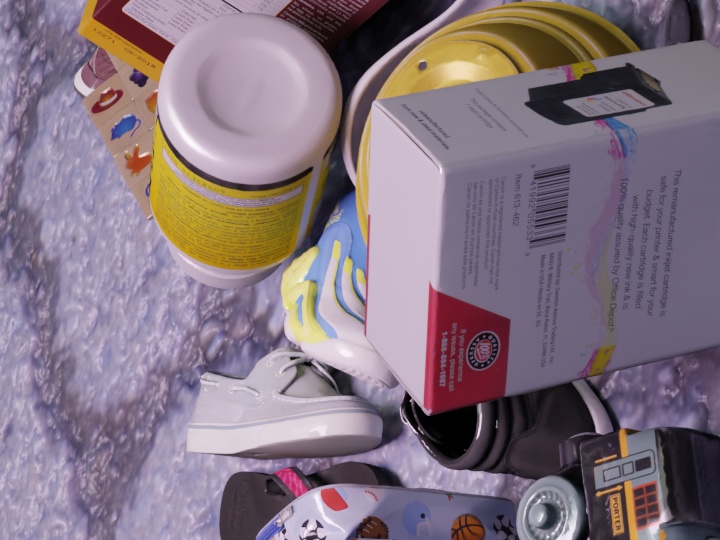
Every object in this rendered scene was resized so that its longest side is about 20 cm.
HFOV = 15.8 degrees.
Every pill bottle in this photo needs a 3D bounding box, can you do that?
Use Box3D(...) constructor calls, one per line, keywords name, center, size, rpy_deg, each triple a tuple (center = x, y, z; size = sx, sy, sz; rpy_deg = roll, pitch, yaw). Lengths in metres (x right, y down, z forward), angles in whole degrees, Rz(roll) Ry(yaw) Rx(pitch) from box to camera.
Box3D(name="pill bottle", center=(-0.076, -0.067, 1.630), size=(0.200, 0.112, 0.113), rpy_deg=(106, 160, -64))

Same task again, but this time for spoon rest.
Box3D(name="spoon rest", center=(0.046, -0.131, 1.594), size=(0.060, 0.099, 0.201), rpy_deg=(3, 72, 52))

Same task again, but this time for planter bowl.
Box3D(name="planter bowl", center=(0.068, -0.075, 1.471), size=(0.199, 0.083, 0.201), rpy_deg=(-10, 68, 25))

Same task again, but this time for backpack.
Box3D(name="backpack", center=(0.007, 0.209, 1.465), size=(0.191, 0.199, 0.155), rpy_deg=(-47, 40, 47))

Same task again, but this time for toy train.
Box3D(name="toy train", center=(0.147, 0.175, 1.360), size=(0.114, 0.085, 0.201), rpy_deg=(-23, 62, 40))

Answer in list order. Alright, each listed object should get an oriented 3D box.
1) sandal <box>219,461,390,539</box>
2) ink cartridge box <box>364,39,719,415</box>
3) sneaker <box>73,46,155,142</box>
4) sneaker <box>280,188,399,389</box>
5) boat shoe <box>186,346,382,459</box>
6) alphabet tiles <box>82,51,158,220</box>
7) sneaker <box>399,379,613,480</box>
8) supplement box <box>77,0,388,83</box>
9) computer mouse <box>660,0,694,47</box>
Box3D(name="sandal", center=(-0.047, 0.160, 1.671), size=(0.200, 0.045, 0.076), rpy_deg=(-7, 74, 55))
Box3D(name="ink cartridge box", center=(0.109, -0.024, 1.334), size=(0.083, 0.199, 0.146), rpy_deg=(-132, 37, -51))
Box3D(name="sneaker", center=(-0.144, -0.157, 1.885), size=(0.200, 0.075, 0.116), rpy_deg=(35, 106, 54))
Box3D(name="sneaker", center=(0.000, 0.000, 1.598), size=(0.105, 0.075, 0.200), rpy_deg=(-63, 19, 8))
Box3D(name="boat shoe", center=(-0.053, 0.085, 1.682), size=(0.200, 0.070, 0.072), rpy_deg=(-8, 77, 57))
Box3D(name="alphabet tiles", center=(-0.107, -0.127, 1.803), size=(0.166, 0.006, 0.200), rpy_deg=(-38, 50, 7))
Box3D(name="sneaker", center=(0.059, 0.056, 1.502), size=(0.200, 0.099, 0.071), rpy_deg=(48, 121, 52))
Box3D(name="supplement box", center=(-0.057, -0.239, 1.677), size=(0.200, 0.132, 0.198), rpy_deg=(-37, 30, 44))
Box3D(name="computer mouse", center=(0.205, -0.117, 1.388), size=(0.140, 0.046, 0.201), rpy_deg=(-26, 60, 48))
